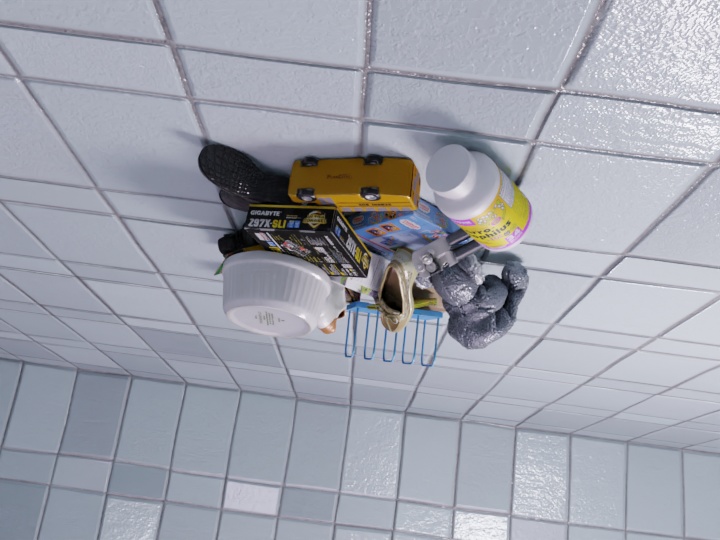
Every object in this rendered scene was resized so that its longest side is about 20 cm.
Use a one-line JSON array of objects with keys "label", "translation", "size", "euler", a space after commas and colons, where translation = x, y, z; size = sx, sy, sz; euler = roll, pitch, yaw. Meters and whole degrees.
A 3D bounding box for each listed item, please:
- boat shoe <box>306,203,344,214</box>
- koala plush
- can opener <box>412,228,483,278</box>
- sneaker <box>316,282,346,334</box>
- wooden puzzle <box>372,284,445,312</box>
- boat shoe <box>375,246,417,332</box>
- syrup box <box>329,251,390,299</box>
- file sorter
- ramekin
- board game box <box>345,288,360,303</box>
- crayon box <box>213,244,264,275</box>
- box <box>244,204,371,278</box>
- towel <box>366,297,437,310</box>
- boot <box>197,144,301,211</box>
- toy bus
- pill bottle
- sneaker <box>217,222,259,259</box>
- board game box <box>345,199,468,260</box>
[{"label": "boat shoe", "translation": [-0.076, -0.082, 1.398], "size": [0.074, 0.067, 0.199], "euler": [16, 159, -21]}, {"label": "koala plush", "translation": [0.201, 0.031, 1.489], "size": [0.176, 0.186, 0.200], "euler": [-4, 145, 37]}, {"label": "can opener", "translation": [0.175, -0.047, 1.353], "size": [0.199, 0.053, 0.066], "euler": [-29, 177, 31]}, {"label": "sneaker", "translation": [-0.063, 0.048, 1.563], "size": [0.072, 0.201, 0.085], "euler": [-19, 123, 26]}, {"label": "wooden puzzle", "translation": [0.101, 0.037, 1.736], "size": [0.182, 0.038, 0.200], "euler": [3, 156, 16]}, {"label": "boat shoe", "translation": [0.061, 0.046, 1.476], "size": [0.073, 0.063, 0.202], "euler": [27, 135, 25]}, {"label": "syrup box", "translation": [0.000, 0.000, 1.512], "size": [0.078, 0.082, 0.199], "euler": [20, 180, 30]}, {"label": "file sorter", "translation": [0.068, 0.145, 1.754], "size": [0.197, 0.125, 0.139], "euler": [8, 173, -8]}, {"label": "ramekin", "translation": [-0.155, 0.050, 1.398], "size": [0.199, 0.096, 0.203], "euler": [6, 157, 3]}, {"label": "board game box", "translation": [-0.087, 0.020, 1.732], "size": [0.149, 0.047, 0.200], "euler": [4, 160, 11]}, {"label": "crayon box", "translation": [-0.175, -0.013, 1.515], "size": [0.198, 0.051, 0.127], "euler": [-15, 167, -27]}, {"label": "box", "translation": [-0.084, -0.047, 1.328], "size": [0.157, 0.050, 0.200], "euler": [5, 159, 21]}, {"label": "towel", "translation": [0.091, 0.073, 1.643], "size": [0.085, 0.018, 0.199], "euler": [-2, -179, 25]}, {"label": "boot", "translation": [-0.205, -0.136, 1.299], "size": [0.199, 0.071, 0.131], "euler": [26, 159, -34]}, {"label": "toy bus", "translation": [-0.010, -0.134, 1.225], "size": [0.197, 0.066, 0.078], "euler": [1, 162, 18]}, {"label": "pill bottle", "translation": [0.175, -0.109, 1.161], "size": [0.103, 0.106, 0.199], "euler": [-6, 157, 34]}, {"label": "sneaker", "translation": [-0.243, -0.049, 1.572], "size": [0.103, 0.061, 0.200], "euler": [1, 164, 5]}, {"label": "board game box", "translation": [0.075, -0.072, 1.415], "size": [0.150, 0.037, 0.199], "euler": [23, 157, -39]}]
